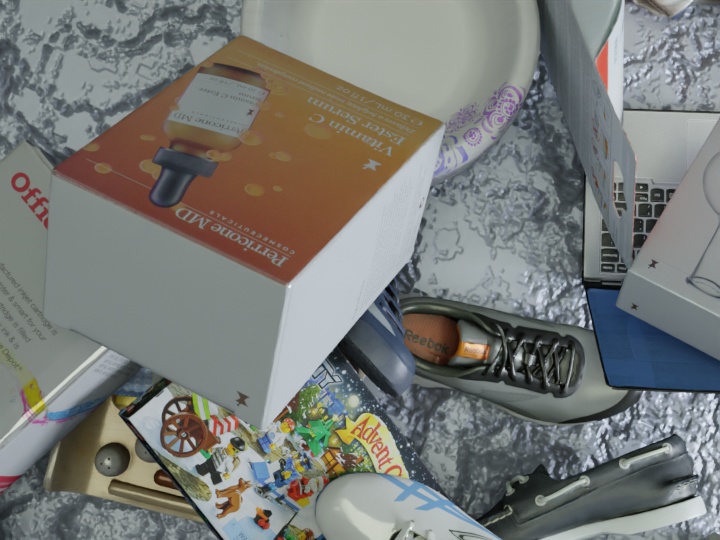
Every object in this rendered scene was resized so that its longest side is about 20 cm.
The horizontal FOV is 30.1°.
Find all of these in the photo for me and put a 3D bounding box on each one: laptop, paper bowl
[{"bbox_3d":[0.252,-0.018,0.907,0.186,0.116,0.202,2,86,0],"label":"laptop"},{"bbox_3d":[0.020,-0.154,0.923,0.199,0.104,0.202,0,87,1],"label":"paper bowl"}]

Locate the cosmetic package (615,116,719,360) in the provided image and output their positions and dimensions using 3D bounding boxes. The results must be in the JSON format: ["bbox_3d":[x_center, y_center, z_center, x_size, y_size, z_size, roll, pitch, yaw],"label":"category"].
[{"bbox_3d":[0.288,0.003,0.860,0.199,0.052,0.151,28,64,15],"label":"cosmetic package"}]

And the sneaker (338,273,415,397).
[{"bbox_3d":[0.000,0.000,0.884,0.082,0.070,0.200,-34,44,-3],"label":"sneaker"}]

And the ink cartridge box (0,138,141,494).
[{"bbox_3d":[-0.233,0.041,0.864,0.200,0.086,0.148,-41,77,-2],"label":"ink cartridge box"}]

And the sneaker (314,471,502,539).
[{"bbox_3d":[0.060,0.192,0.846,0.199,0.072,0.072,33,86,3],"label":"sneaker"}]

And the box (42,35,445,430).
[{"bbox_3d":[-0.064,-0.031,0.782,0.151,0.200,0.107,25,129,14],"label":"box"}]

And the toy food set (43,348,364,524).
[{"bbox_3d":[-0.107,0.106,0.929,0.199,0.060,0.145,14,87,1],"label":"toy food set"}]

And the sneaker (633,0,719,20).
[{"bbox_3d":[0.205,-0.228,0.945,0.199,0.075,0.088,14,91,2],"label":"sneaker"}]

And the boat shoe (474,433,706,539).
[{"bbox_3d":[0.133,0.163,0.921,0.198,0.076,0.061,-13,77,-2],"label":"boat shoe"}]

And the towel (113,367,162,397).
[{"bbox_3d":[-0.170,0.012,0.914,0.198,0.024,0.148,7,83,8],"label":"towel"}]

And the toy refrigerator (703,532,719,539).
[{"bbox_3d":[0.290,0.281,0.910,0.076,0.070,0.200,-41,86,-2],"label":"toy refrigerator"}]

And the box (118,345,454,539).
[{"bbox_3d":[-0.044,0.128,0.881,0.136,0.038,0.200,-40,103,-15],"label":"box"}]

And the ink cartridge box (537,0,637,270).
[{"bbox_3d":[0.160,-0.123,0.860,0.050,0.162,0.201,-19,63,1],"label":"ink cartridge box"}]

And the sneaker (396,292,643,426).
[{"bbox_3d":[0.100,0.063,0.922,0.199,0.079,0.075,12,85,0],"label":"sneaker"}]
